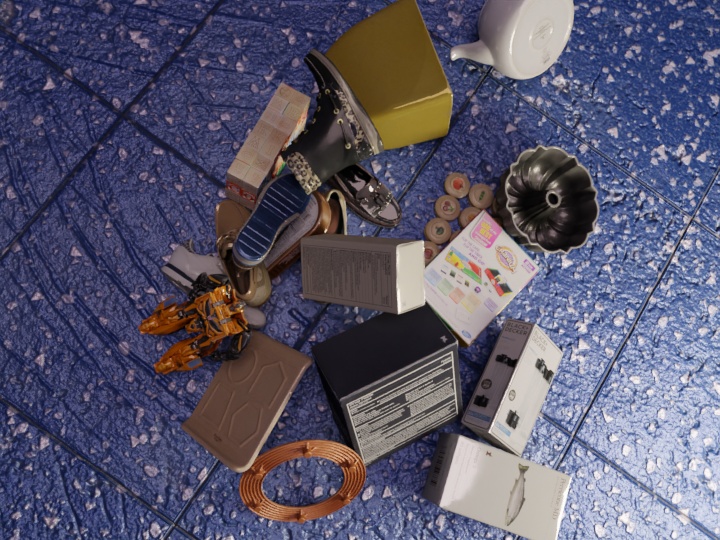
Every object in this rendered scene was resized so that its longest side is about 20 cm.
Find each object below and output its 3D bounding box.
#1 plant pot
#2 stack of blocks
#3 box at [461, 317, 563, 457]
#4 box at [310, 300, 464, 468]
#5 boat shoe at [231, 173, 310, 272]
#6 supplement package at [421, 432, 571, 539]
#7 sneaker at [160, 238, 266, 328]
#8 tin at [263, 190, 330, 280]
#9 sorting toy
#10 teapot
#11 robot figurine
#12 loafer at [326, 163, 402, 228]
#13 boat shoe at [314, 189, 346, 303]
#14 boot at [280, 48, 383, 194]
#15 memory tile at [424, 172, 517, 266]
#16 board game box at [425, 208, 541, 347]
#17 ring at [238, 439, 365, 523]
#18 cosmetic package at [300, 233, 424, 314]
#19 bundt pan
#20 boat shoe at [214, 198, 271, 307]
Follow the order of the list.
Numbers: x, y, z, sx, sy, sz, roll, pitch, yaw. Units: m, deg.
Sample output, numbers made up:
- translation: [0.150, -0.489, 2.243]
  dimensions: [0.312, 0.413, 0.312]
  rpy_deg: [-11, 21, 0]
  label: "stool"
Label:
- translation: [0.034, -0.323, 1.124]
  dimensions: [0.198, 0.196, 0.196]
  rpy_deg: [-20, 82, 1]
  label: "plant pot"
- translation: [-0.160, -0.205, 1.090]
  dimensions: [0.058, 0.115, 0.201]
  rpy_deg: [26, 66, -2]
  label: "stack of blocks"
- translation: [0.261, 0.197, 1.077]
  dimensions: [0.117, 0.060, 0.201]
  rpy_deg: [42, 68, -35]
  label: "box"
- translation: [0.048, 0.176, 1.002]
  dimensions: [0.199, 0.199, 0.123]
  rpy_deg: [-24, 46, -12]
  label: "box"
- translation: [-0.150, -0.079, 1.016]
  dimensions: [0.072, 0.072, 0.200]
  rpy_deg: [39, 53, -6]
  label: "boat shoe"
- translation: [0.220, 0.356, 1.041]
  dimensions: [0.198, 0.117, 0.118]
  rpy_deg: [20, 75, -3]
  label: "supplement package"
- translation: [-0.237, 0.025, 1.074]
  dimensions: [0.199, 0.076, 0.081]
  rpy_deg: [34, 68, -1]
  label: "sneaker"
- translation: [-0.142, -0.066, 1.086]
  dimensions: [0.200, 0.042, 0.112]
  rpy_deg: [-41, 62, 4]
  label: "tin"
- translation: [-0.180, 0.201, 1.010]
  dimensions: [0.201, 0.184, 0.036]
  rpy_deg: [-57, 132, -16]
  label: "sorting toy"
- translation: [0.299, -0.476, 1.210]
  dimensions: [0.199, 0.199, 0.146]
  rpy_deg: [-7, 37, -36]
  label: "teapot"
- translation: [-0.260, 0.090, 1.006]
  dimensions: [0.199, 0.058, 0.146]
  rpy_deg: [-26, 86, 31]
  label: "robot figurine"
- translation: [-0.005, -0.153, 1.143]
  dimensions: [0.200, 0.063, 0.072]
  rpy_deg: [40, 76, 2]
  label: "loafer"
- translation: [-0.063, -0.045, 1.110]
  dimensions: [0.074, 0.068, 0.202]
  rpy_deg: [4, 78, -6]
  label: "boat shoe"
- translation: [-0.074, -0.238, 1.016]
  dimensions: [0.153, 0.073, 0.204]
  rpy_deg: [-34, 82, 3]
  label: "boot"
- translation: [0.198, -0.074, 1.179]
  dimensions: [0.152, 0.017, 0.201]
  rpy_deg: [25, 76, -2]
  label: "memory tile"
- translation: [0.201, 0.013, 1.133]
  dimensions: [0.200, 0.040, 0.153]
  rpy_deg: [-43, 87, -13]
  label: "board game box"
- translation: [-0.088, 0.334, 0.982]
  dimensions: [0.198, 0.202, 0.019]
  rpy_deg: [-5, 36, -9]
  label: "ring"
- translation: [0.000, 0.000, 0.992]
  dimensions: [0.073, 0.199, 0.105]
  rpy_deg: [-14, 106, -49]
  label: "cosmetic package"
- translation: [0.334, -0.123, 1.166]
  dimensions: [0.200, 0.076, 0.204]
  rpy_deg: [3, 80, -17]
  label: "bundt pan"
- translation: [-0.201, -0.039, 1.043]
  dimensions: [0.071, 0.065, 0.201]
  rpy_deg: [-28, 68, 9]
  label: "boat shoe"
